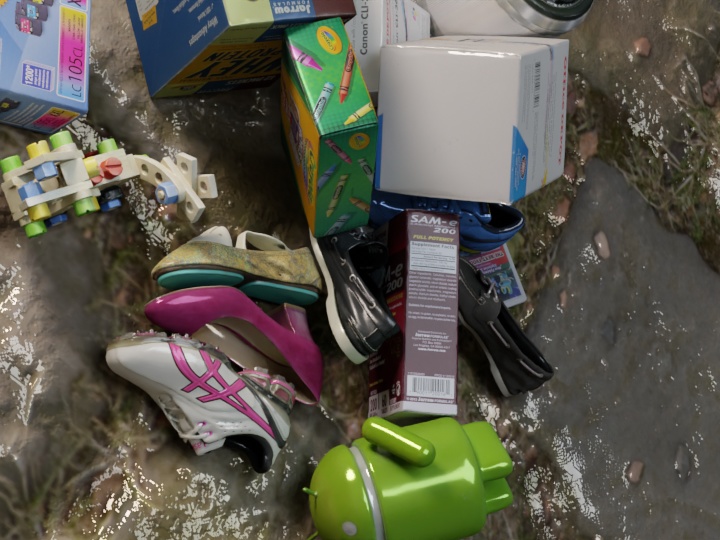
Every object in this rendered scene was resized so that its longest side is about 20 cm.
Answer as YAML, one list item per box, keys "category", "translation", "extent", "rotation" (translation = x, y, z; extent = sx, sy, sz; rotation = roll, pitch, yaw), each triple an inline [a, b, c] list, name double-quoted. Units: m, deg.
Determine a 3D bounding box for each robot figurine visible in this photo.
- category: "robot figurine"
  translation: [0.042, 0.208, 1.630]
  extent: [0.200, 0.176, 0.116]
  rotation: [-13, 40, -11]

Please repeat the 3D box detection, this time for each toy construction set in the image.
- category: "toy construction set"
  translation: [-0.231, -0.081, 1.528]
  extent: [0.200, 0.131, 0.092]
  rotation: [-1, 75, -39]

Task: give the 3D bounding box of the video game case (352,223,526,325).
- category: "video game case"
  translation: [0.076, -0.028, 1.834]
  extent: [0.200, 0.023, 0.182]
  rotation: [-17, 85, -43]

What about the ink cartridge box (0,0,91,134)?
- category: "ink cartridge box"
  translation: [-0.343, -0.211, 1.525]
  extent: [0.200, 0.076, 0.137]
  rotation: [11, 67, -34]

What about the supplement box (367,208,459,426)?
- category: "supplement box"
  translation: [0.052, 0.049, 1.704]
  extent: [0.061, 0.109, 0.200]
  rotation: [6, 77, -17]

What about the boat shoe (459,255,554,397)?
- category: "boat shoe"
  translation: [0.142, 0.050, 1.793]
  extent: [0.067, 0.057, 0.200]
  rotation: [-87, 152, -51]

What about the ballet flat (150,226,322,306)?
- category: "ballet flat"
  translation: [-0.119, -0.009, 1.639]
  extent: [0.200, 0.071, 0.071]
  rotation: [9, 68, -43]

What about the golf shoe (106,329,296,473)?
- category: "golf shoe"
  translation: [-0.145, 0.118, 1.566]
  extent: [0.200, 0.073, 0.092]
  rotation: [26, 61, -30]

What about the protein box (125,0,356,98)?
- category: "protein box"
  translation: [-0.129, -0.293, 1.635]
  extent: [0.135, 0.199, 0.200]
  rotation: [-10, 81, -31]

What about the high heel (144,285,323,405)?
- category: "high heel"
  translation: [-0.115, 0.074, 1.611]
  extent: [0.200, 0.067, 0.096]
  rotation: [15, 54, -49]

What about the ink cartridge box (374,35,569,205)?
- category: "ink cartridge box"
  translation: [0.116, -0.157, 1.732]
  extent: [0.200, 0.145, 0.147]
  rotation: [-26, 120, -67]

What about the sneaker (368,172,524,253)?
- category: "sneaker"
  translation: [0.082, -0.069, 1.788]
  extent: [0.200, 0.078, 0.066]
  rotation: [14, 67, -34]

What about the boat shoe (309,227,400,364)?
- category: "boat shoe"
  translation: [-0.001, -0.001, 1.687]
  extent: [0.075, 0.066, 0.199]
  rotation: [47, 22, -38]

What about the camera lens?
- category: "camera lens"
  translation: [0.143, -0.305, 1.870]
  extent: [0.160, 0.200, 0.160]
  rotation: [15, 65, -35]

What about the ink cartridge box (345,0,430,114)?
- category: "ink cartridge box"
  translation: [0.010, -0.224, 1.748]
  extent: [0.200, 0.067, 0.117]
  rotation: [11, 79, -69]

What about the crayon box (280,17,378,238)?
- category: "crayon box"
  translation: [-0.032, -0.130, 1.617]
  extent: [0.058, 0.200, 0.119]
  rotation: [-14, 65, -10]
